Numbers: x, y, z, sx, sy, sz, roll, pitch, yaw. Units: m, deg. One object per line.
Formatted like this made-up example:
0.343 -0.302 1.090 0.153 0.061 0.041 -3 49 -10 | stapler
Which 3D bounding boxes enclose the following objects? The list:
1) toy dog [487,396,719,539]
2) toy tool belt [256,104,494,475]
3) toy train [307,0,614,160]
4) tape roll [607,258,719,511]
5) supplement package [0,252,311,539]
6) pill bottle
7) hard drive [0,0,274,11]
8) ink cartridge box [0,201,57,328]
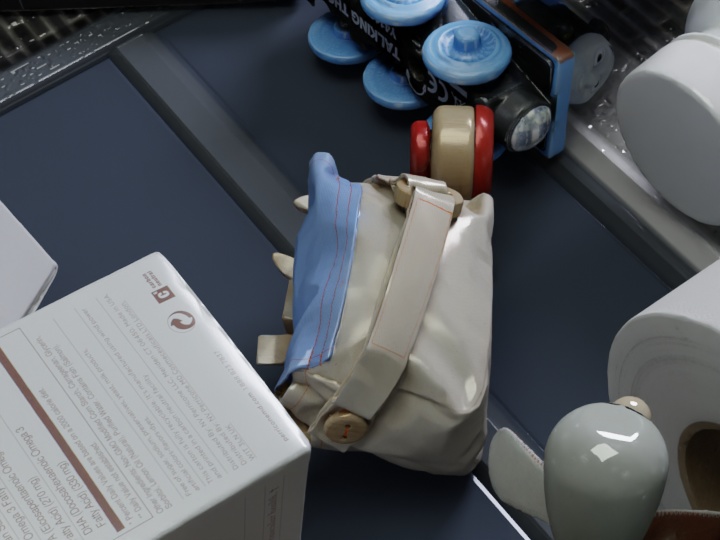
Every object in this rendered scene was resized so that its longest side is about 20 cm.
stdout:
0.098 0.116 0.681 0.132 0.200 0.096 32 47 1 | toy dog
0.000 0.000 0.818 0.122 0.125 0.201 3 54 2 | toy tool belt
0.050 -0.138 0.949 0.114 0.087 0.200 -30 53 -23 | toy train
0.211 0.068 0.680 0.139 0.203 0.203 -31 53 -17 | tape roll
-0.132 0.105 0.685 0.199 0.117 0.117 -28 60 -23 | supplement package
0.228 -0.114 0.880 0.200 0.115 0.114 -36 55 -20 | pill bottle
-0.126 -0.218 1.069 0.199 0.038 0.140 -1 51 7 | hard drive
-0.259 -0.012 0.803 0.199 0.145 0.084 -6 43 41 | ink cartridge box
